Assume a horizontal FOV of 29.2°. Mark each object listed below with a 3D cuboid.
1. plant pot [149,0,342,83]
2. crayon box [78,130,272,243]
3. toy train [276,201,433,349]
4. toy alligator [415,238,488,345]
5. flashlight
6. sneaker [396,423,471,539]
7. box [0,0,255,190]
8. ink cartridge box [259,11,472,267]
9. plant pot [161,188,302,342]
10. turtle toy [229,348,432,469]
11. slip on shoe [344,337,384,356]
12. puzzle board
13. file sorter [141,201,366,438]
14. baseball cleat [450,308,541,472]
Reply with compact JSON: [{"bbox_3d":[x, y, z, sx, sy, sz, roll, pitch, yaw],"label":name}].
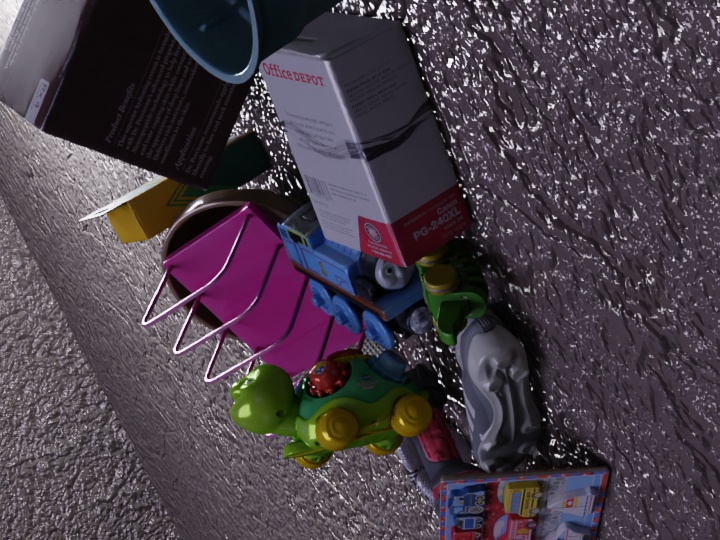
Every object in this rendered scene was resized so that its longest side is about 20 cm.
[{"bbox_3d":[-0.047,-0.261,0.953,0.200,0.196,0.200,47,156,29],"label":"plant pot"},{"bbox_3d":[-0.212,-0.086,1.576,0.052,0.200,0.126,62,160,-10],"label":"crayon box"},{"bbox_3d":[0.000,0.000,1.365,0.200,0.087,0.114,29,147,54],"label":"toy train"},{"bbox_3d":[0.077,-0.005,1.233,0.200,0.054,0.059,-107,2,-53],"label":"toy alligator"},{"bbox_3d":[0.084,0.176,1.393,0.068,0.068,0.200,56,-172,-43],"label":"flashlight"},{"bbox_3d":[0.099,0.252,1.509,0.200,0.075,0.115,49,155,17],"label":"sneaker"},{"bbox_3d":[-0.237,-0.203,1.402,0.200,0.166,0.164,21,-173,-38],"label":"box"},{"bbox_3d":[0.000,-0.118,1.207,0.145,0.083,0.200,23,139,57],"label":"ink cartridge box"},{"bbox_3d":[-0.113,-0.021,1.533,0.200,0.093,0.201,7,129,8],"label":"plant pot"},{"bbox_3d":[-0.028,0.131,1.351,0.146,0.200,0.101,130,130,-67],"label":"turtle toy"},{"bbox_3d":[-0.028,0.070,1.584,0.200,0.061,0.074,9,93,50],"label":"slip on shoe"},{"bbox_3d":[0.149,0.244,1.301,0.200,0.150,0.017,87,180,-52],"label":"puzzle board"},{"bbox_3d":[-0.110,0.060,1.456,0.139,0.126,0.200,-30,115,32],"label":"file sorter"},{"bbox_3d":[0.123,0.104,1.288,0.200,0.070,0.107,85,163,-47],"label":"baseball cleat"}]
